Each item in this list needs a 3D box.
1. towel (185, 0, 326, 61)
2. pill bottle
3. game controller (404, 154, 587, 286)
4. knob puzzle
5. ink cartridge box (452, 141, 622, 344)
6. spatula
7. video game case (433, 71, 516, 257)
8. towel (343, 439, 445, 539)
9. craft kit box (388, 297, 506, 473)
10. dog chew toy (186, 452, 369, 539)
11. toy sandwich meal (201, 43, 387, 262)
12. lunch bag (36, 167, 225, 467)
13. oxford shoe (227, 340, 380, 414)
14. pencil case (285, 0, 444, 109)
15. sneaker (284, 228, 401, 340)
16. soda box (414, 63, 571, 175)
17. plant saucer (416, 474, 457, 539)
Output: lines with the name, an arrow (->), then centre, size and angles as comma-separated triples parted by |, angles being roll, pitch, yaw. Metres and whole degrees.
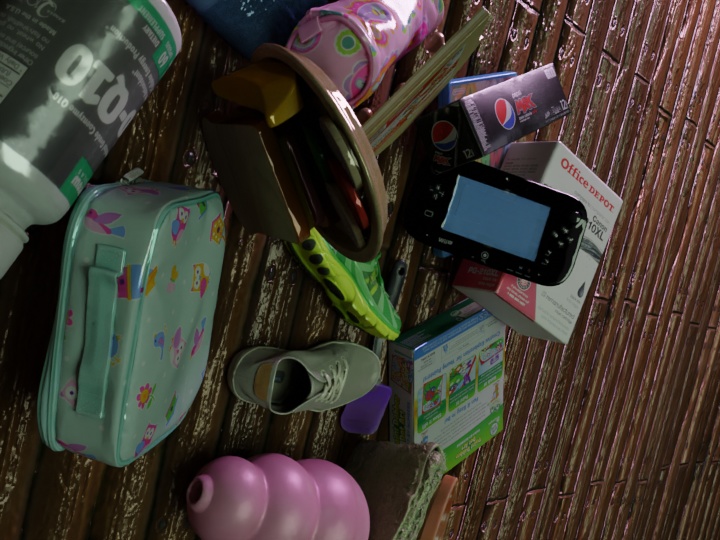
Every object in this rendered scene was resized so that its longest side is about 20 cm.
towel -> -0.102, -0.250, 0.659 | 0.200, 0.048, 0.113 | 37, 75, -49
pill bottle -> -0.211, -0.103, 0.531 | 0.202, 0.112, 0.113 | -60, 139, -16
game controller -> 0.149, -0.057, 0.931 | 0.042, 0.197, 0.106 | 110, -1, -78
knob puzzle -> 0.037, -0.160, 0.793 | 0.030, 0.220, 0.220 | 45, 60, 1
ink cartridge box -> 0.219, -0.036, 1.025 | 0.144, 0.084, 0.202 | 32, 76, -33
spatula -> 0.021, 0.086, 0.939 | 0.056, 0.020, 0.203 | 12, 91, -35
video game case -> 0.138, -0.129, 1.007 | 0.142, 0.018, 0.203 | -20, 118, -45
towel -> 0.008, 0.272, 0.885 | 0.036, 0.147, 0.202 | 40, 61, -27
craft kit box -> 0.113, 0.149, 1.055 | 0.199, 0.048, 0.201 | -22, 117, -44
dog chew toy -> -0.082, 0.232, 0.800 | 0.199, 0.124, 0.126 | 30, 80, -41
toy sandwich meal -> -0.056, -0.082, 0.659 | 0.070, 0.205, 0.207 | -30, 126, -19
lunch bag -> -0.164, 0.029, 0.613 | 0.160, 0.076, 0.203 | -36, 137, -76
oxford shoe -> -0.043, 0.110, 0.841 | 0.198, 0.057, 0.077 | 8, 94, -49
pencil case -> 0.008, -0.211, 0.730 | 0.201, 0.086, 0.089 | -56, 142, -49
sneaker -> 0.000, 0.000, 0.845 | 0.084, 0.074, 0.201 | -51, 136, -18
soda box -> 0.149, -0.168, 0.920 | 0.199, 0.070, 0.064 | -29, 98, -44
plant saucer -> 0.075, 0.349, 1.036 | 0.200, 0.032, 0.203 | 18, 89, -78
